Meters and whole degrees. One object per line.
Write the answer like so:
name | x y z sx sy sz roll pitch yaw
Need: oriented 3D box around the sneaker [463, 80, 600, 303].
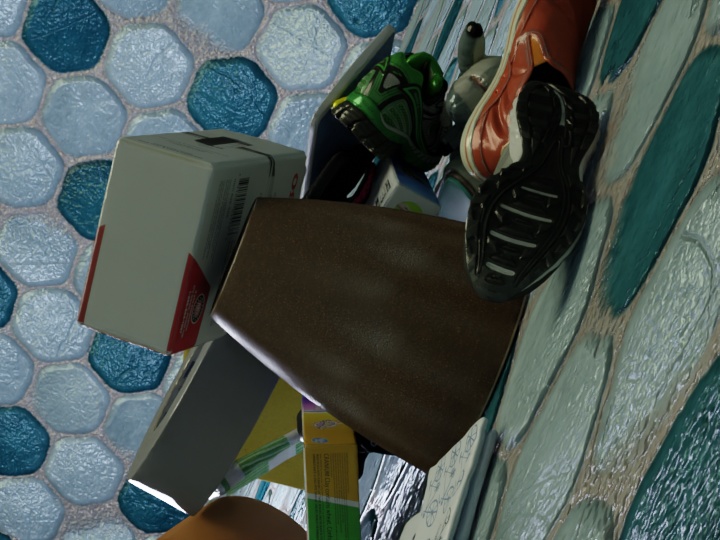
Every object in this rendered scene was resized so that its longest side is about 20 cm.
sneaker | 0.113 -0.040 1.349 0.201 0.074 0.080 -65 -8 -48

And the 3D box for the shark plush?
shark plush | 0.084 -0.133 1.697 0.083 0.091 0.200 -52 5 -17

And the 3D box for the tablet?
tablet | -0.017 -0.113 1.768 0.130 0.014 0.200 -53 -15 -31

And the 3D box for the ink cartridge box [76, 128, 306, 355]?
ink cartridge box | -0.124 -0.027 1.554 0.200 0.083 0.145 -16 -58 -70

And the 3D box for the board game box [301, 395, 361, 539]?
board game box | -0.023 0.189 1.591 0.200 0.040 0.154 -106 13 -82

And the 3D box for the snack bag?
snack bag | 0.032 0.213 1.347 0.200 0.021 0.190 121 169 -61

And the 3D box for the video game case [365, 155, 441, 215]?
video game case | 0.000 0.000 1.700 0.182 0.045 0.200 -60 7 9

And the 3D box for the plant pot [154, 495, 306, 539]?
plant pot | -0.116 0.289 1.750 0.140 0.199 0.201 -50 -9 -45

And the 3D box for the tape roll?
tape roll | -0.123 0.105 1.728 0.201 0.066 0.200 -60 6 11

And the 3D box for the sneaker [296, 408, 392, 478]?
sneaker | 0.026 0.111 1.697 0.071 0.083 0.200 -8 -29 -45

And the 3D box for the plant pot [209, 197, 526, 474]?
plant pot | -0.001 0.028 1.477 0.187 0.199 0.188 -158 90 -85

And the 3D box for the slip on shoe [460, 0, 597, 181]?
slip on shoe | 0.143 -0.155 1.563 0.061 0.074 0.201 1 58 47

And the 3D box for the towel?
towel | -0.054 0.155 1.837 0.199 0.024 0.153 -27 -6 -15

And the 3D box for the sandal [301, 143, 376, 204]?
sandal | -0.010 -0.067 1.722 0.075 0.045 0.200 -53 -5 24

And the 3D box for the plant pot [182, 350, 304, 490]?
plant pot | -0.075 0.100 2.021 0.194 0.194 0.201 -63 -15 -73

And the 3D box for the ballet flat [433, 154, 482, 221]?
ballet flat | 0.087 -0.051 1.750 0.064 0.067 0.200 -40 -6 -23

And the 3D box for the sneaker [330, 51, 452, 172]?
sneaker | 0.047 -0.137 1.714 0.085 0.078 0.200 -45 -9 12
